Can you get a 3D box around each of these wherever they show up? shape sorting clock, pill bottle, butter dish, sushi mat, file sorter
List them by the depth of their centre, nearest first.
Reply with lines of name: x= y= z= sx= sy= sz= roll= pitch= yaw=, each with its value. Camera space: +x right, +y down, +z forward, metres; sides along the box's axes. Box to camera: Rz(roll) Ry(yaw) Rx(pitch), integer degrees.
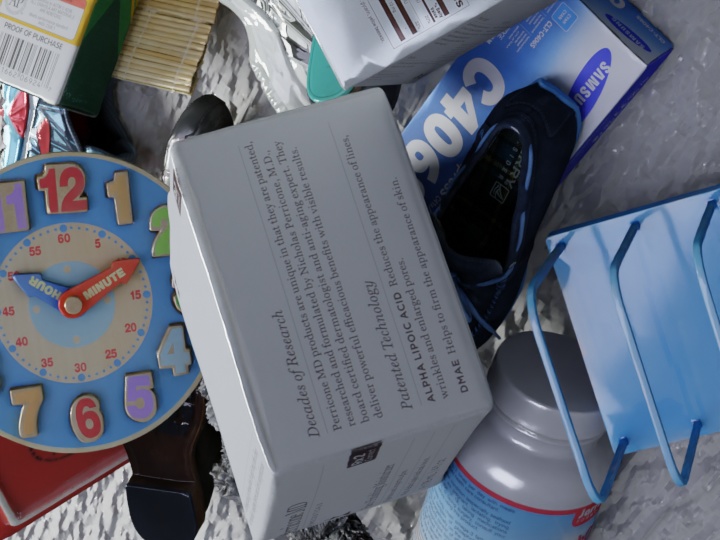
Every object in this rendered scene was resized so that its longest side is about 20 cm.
file sorter: x=0.206 y=0.034 z=0.987 sx=0.198 sy=0.123 sz=0.140 roll=-16 pitch=101 yaw=20
pill bottle: x=0.099 y=0.143 z=1.159 sx=0.108 sy=0.108 sz=0.202 roll=30 pitch=125 yaw=22
shape sorting clock: x=-0.190 y=0.022 z=1.194 sx=0.198 sy=0.039 sz=0.203 roll=-1 pitch=94 yaw=-7
sushi mat: x=-0.181 y=-0.184 z=1.249 sx=0.198 sy=0.012 sz=0.097 roll=15 pitch=83 yaw=28
butter dish: x=-0.247 y=0.072 z=1.324 sx=0.148 sy=0.198 sz=0.201 roll=50 pitch=164 yaw=35

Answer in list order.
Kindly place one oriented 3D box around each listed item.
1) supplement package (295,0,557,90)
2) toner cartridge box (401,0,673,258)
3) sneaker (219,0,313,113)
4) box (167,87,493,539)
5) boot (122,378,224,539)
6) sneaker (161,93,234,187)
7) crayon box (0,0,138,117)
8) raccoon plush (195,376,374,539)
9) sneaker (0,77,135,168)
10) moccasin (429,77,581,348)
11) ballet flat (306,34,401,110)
supplement package: x=0.062 y=-0.206 z=0.937 sx=0.199 sy=0.191 sz=0.148 roll=-28 pitch=91 yaw=14
toner cartridge box: x=0.093 y=-0.094 z=1.102 sx=0.095 sy=0.043 sz=0.200 roll=44 pitch=129 yaw=9
sneaker: x=-0.049 y=-0.192 z=1.157 sx=0.087 sy=0.076 sz=0.201 roll=-32 pitch=93 yaw=25
box: x=-0.027 y=0.032 z=1.060 sx=0.199 sy=0.129 sz=0.202 roll=108 pitch=145 yaw=-71
boot: x=-0.129 y=0.095 z=1.305 sx=0.074 sy=0.097 sz=0.202 roll=12 pitch=121 yaw=13
sneaker: x=-0.072 y=-0.021 z=1.246 sx=0.115 sy=0.076 sz=0.202 roll=21 pitch=131 yaw=22
crayon box: x=-0.204 y=-0.220 z=1.224 sx=0.125 sy=0.051 sz=0.202 roll=23 pitch=95 yaw=27
raccoon plush: x=-0.029 y=0.126 z=1.224 sx=0.199 sy=0.097 sz=0.135 roll=34 pitch=154 yaw=23
sneaker: x=-0.211 y=-0.074 z=1.312 sx=0.095 sy=0.079 sz=0.202 roll=17 pitch=119 yaw=27
moccasin: x=0.064 y=-0.025 z=1.081 sx=0.080 sy=0.068 sz=0.202 roll=30 pitch=126 yaw=20
ballet flat: x=0.008 y=-0.179 z=1.098 sx=0.072 sy=0.073 sz=0.202 roll=-5 pitch=71 yaw=37
